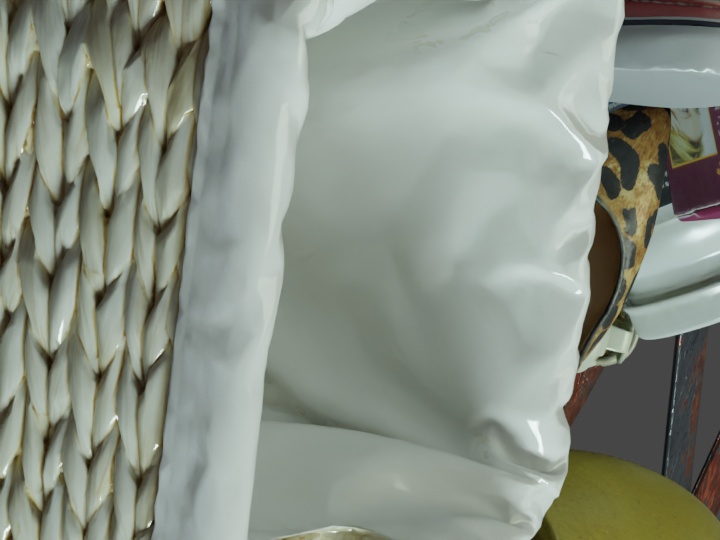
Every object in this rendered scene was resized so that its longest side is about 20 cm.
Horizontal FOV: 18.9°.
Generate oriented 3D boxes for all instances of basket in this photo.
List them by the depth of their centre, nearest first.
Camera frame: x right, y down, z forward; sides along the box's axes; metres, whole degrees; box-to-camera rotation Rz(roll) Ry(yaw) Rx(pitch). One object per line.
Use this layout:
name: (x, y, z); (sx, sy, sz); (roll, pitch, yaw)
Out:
basket: (-0.041, -0.008, 0.596); (0.198, 0.160, 0.202); (-24, 124, -57)

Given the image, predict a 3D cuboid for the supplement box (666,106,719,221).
supplement box: (0.188, -0.131, 0.901); (0.103, 0.131, 0.202); (-7, 86, -26)

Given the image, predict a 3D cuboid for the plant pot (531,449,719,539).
plant pot: (0.080, 0.170, 1.073); (0.142, 0.199, 0.201); (38, 67, -54)

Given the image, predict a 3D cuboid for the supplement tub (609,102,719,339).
supplement tub: (0.151, -0.083, 1.027); (0.201, 0.140, 0.140); (68, 25, -2)

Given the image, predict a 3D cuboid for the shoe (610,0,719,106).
shoe: (0.083, -0.117, 0.853); (0.071, 0.199, 0.092); (12, 88, -39)

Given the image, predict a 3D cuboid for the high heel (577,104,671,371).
high heel: (0.075, 0.008, 0.821); (0.200, 0.071, 0.143); (-53, -174, -9)

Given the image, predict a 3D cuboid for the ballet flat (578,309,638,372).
ballet flat: (0.098, 0.023, 1.053); (0.200, 0.069, 0.070); (3, 100, -72)
